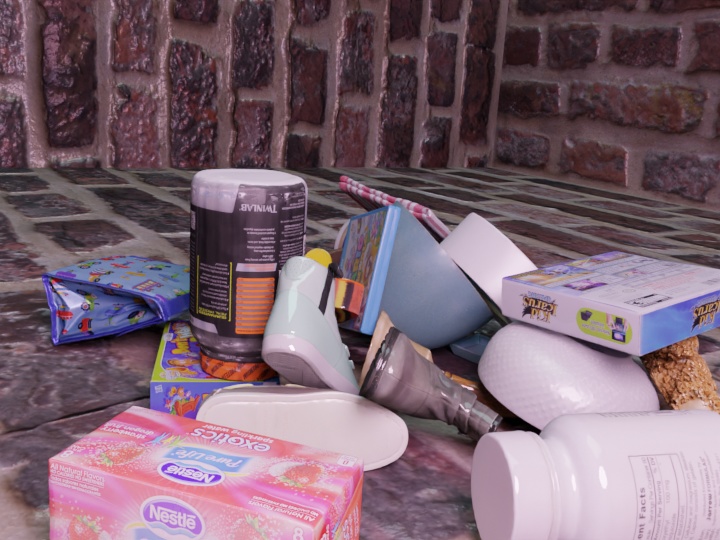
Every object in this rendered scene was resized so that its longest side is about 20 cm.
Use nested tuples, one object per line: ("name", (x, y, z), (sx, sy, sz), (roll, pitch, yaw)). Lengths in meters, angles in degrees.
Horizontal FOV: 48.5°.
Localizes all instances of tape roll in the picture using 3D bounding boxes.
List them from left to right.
("tape roll", (0.194, 0.019, 1.086), (0.203, 0.071, 0.202), (47, 0, 0))

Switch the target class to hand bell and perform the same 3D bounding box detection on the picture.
("hand bell", (0.100, 0.127, 0.886), (0.196, 0.106, 0.104), (19, 15, 5))

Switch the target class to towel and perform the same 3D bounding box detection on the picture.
("towel", (0.070, -0.082, 1.205), (0.198, 0.030, 0.146), (26, -6, 41))

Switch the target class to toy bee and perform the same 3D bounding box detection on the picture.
("toy bee", (-0.073, 0.052, 0.960), (0.106, 0.201, 0.133), (16, 48, -13))

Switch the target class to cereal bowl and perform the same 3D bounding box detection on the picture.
("cereal bowl", (0.230, 0.108, 0.858), (0.196, 0.085, 0.200), (19, 15, -5))

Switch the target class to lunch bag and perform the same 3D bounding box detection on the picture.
("lunch bag", (-0.275, 0.030, 1.023), (0.196, 0.097, 0.150), (-3, 9, 24))

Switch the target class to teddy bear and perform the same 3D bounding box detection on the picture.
("teddy bear", (0.346, 0.117, 0.841), (0.066, 0.147, 0.200), (-30, 7, 13))

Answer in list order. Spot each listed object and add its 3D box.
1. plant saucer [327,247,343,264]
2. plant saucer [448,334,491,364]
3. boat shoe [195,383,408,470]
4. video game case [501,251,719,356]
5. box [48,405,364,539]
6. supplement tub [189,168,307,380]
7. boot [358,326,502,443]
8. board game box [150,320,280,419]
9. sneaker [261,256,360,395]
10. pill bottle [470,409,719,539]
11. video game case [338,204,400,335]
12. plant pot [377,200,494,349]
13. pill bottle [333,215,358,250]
("plant saucer", (0.008, 0.029, 1.207), (0.195, 0.030, 0.202), (4, 35, -3))
("plant saucer", (0.206, 0.122, 1.031), (0.069, 0.019, 0.198), (-8, 17, -41))
("boat shoe", (-0.054, 0.142, 0.749), (0.197, 0.074, 0.060), (8, 3, -12))
("video game case", (0.280, 0.028, 0.844), (0.197, 0.047, 0.180), (-11, 17, -33))
("box", (-0.105, 0.173, 0.554), (0.195, 0.097, 0.102), (9, 15, 19))
("supplement tub", (-0.118, 0.002, 0.831), (0.119, 0.205, 0.123), (4, 13, -1))
("boot", (0.075, 0.116, 0.743), (0.129, 0.069, 0.200), (27, -5, 14))
("board game box", (-0.163, 0.110, 0.909), (0.131, 0.046, 0.200), (2, 14, -10))
("sneaker", (-0.034, 0.067, 0.801), (0.072, 0.121, 0.201), (1, -29, 17))
("pill bottle", (0.192, 0.169, 0.621), (0.195, 0.117, 0.114), (1, 14, -14))
("video game case", (0.000, 0.000, 0.980), (0.017, 0.147, 0.200), (13, -3, -13))
("plant pot", (0.063, 0.029, 1.063), (0.134, 0.201, 0.200), (-40, 17, 2))
("pill bottle", (0.061, -0.019, 1.347), (0.197, 0.123, 0.118), (14, 17, 38))
